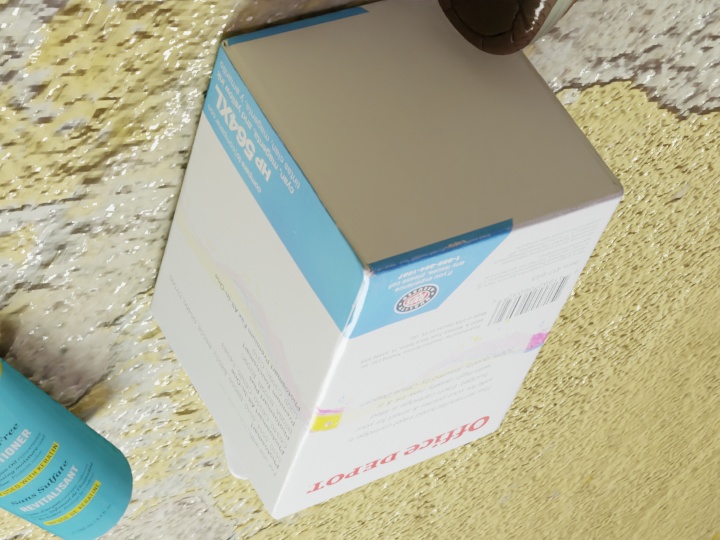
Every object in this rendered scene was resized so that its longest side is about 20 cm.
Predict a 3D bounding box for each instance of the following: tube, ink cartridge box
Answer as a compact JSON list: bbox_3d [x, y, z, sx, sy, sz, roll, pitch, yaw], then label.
[{"bbox_3d":[-0.167,0.069,0.918,0.077,0.050,0.200,-43,149,1],"label":"tube"},{"bbox_3d":[0.000,0.000,0.892,0.128,0.126,0.201,-17,150,-30],"label":"ink cartridge box"}]

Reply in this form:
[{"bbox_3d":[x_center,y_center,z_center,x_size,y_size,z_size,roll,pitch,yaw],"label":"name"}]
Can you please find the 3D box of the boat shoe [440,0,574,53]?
[{"bbox_3d":[0.098,-0.169,0.783,0.076,0.072,0.200,-29,165,-42],"label":"boat shoe"}]
